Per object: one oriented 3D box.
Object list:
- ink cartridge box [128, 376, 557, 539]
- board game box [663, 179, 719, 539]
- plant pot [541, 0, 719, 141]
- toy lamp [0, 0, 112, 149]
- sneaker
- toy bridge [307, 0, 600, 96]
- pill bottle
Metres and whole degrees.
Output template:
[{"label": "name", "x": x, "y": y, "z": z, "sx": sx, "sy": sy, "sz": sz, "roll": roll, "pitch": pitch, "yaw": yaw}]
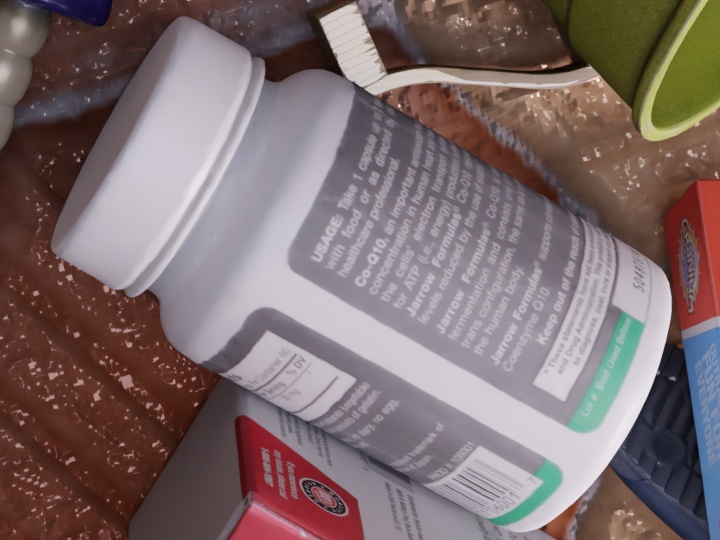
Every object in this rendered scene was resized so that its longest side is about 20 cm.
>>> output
[{"label": "ink cartridge box", "x": 0.021, "y": 0.132, "z": 0.804, "sx": 0.199, "sy": 0.144, "sz": 0.084, "roll": 30, "pitch": 102, "yaw": -13}, {"label": "board game box", "x": 0.222, "y": 0.042, "z": 0.840, "sx": 0.199, "sy": 0.040, "sz": 0.154, "roll": -1, "pitch": 67, "yaw": -12}, {"label": "plant pot", "x": 0.091, "y": -0.181, "z": 0.741, "sx": 0.193, "sy": 0.200, "sz": 0.200, "roll": 43, "pitch": 90, "yaw": 13}, {"label": "toy lamp", "x": -0.134, "y": -0.047, "z": 0.799, "sx": 0.058, "sy": 0.058, "sz": 0.201, "roll": 19, "pitch": 97, "yaw": -12}, {"label": "sneaker", "x": 0.156, "y": 0.110, "z": 0.869, "sx": 0.200, "sy": 0.082, "sz": 0.070, "roll": 40, "pitch": 56, "yaw": 7}, {"label": "toy bridge", "x": 0.077, "y": -0.105, "z": 0.839, "sx": 0.199, "sy": 0.027, "sz": 0.067, "roll": -27, "pitch": 103, "yaw": -6}, {"label": "pill bottle", "x": 0.000, "y": 0.000, "z": 0.799, "sx": 0.199, "sy": 0.113, "sz": 0.113, "roll": 30, "pitch": 93, "yaw": -13}]
